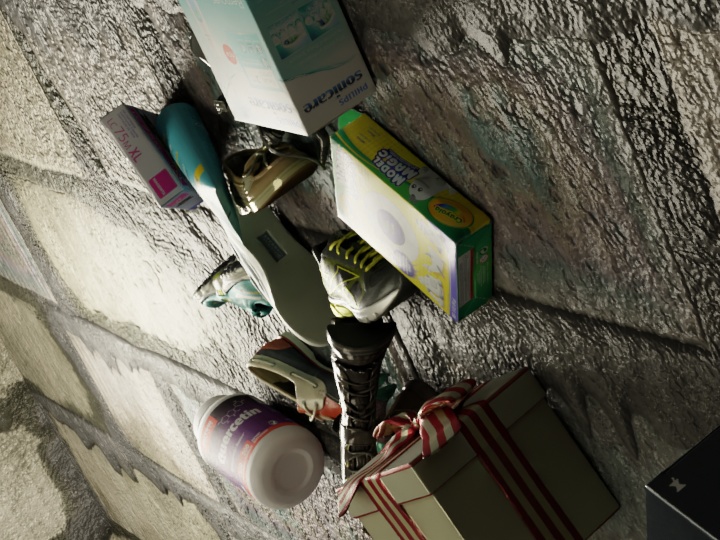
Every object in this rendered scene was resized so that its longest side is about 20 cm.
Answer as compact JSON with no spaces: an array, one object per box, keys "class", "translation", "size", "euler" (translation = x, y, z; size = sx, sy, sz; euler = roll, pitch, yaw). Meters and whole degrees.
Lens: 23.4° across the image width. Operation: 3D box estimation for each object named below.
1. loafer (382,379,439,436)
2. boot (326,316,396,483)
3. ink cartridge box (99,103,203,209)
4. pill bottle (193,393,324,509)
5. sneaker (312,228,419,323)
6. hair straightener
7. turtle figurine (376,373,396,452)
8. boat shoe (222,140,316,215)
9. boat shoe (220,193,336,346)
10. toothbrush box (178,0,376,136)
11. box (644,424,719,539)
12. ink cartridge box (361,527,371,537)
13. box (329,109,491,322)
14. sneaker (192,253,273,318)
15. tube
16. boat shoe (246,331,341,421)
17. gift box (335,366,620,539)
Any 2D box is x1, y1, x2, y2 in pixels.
[{"class":"loafer","translation":[0.097,0.204,1.783],"size":[0.200,0.071,0.073],"euler":[44,159,21]},{"class":"boot","translation":[0.002,0.137,1.735],"size":[0.200,0.069,0.175],"euler":[-100,9,-87]},{"class":"ink cartridge box","translation":[-0.226,-0.127,1.975],"size":[0.119,0.042,0.200],"euler":[55,-176,3]},{"class":"pill bottle","translation":[-0.141,0.231,2.289],"size":[0.200,0.112,0.113],"euler":[24,143,53]},{"class":"sneaker","translation":[0.000,0.000,1.695],"size":[0.085,0.074,0.200],"euler":[59,159,-8]},{"class":"hair straightener","translation":[-0.104,-0.162,1.677],"size":[0.200,0.077,0.041],"euler":[49,156,18]},{"class":"turtle figurine","translation":[0.048,0.216,1.892],"size":[0.150,0.101,0.200],"euler":[3,119,64]},{"class":"boat shoe","translation":[-0.102,-0.100,1.770],"size":[0.063,0.073,0.200],"euler":[57,161,-6]},{"class":"boat shoe","translation":[-0.085,0.001,1.906],"size":[0.201,0.070,0.072],"euler":[54,171,13]},{"class":"toothbrush box","translation":[-0.088,-0.230,1.534],"size":[0.146,0.085,0.200],"euler":[20,141,57]},{"class":"box","translation":[0.294,0.200,1.250],"size":[0.107,0.148,0.200],"euler":[38,153,38]},{"class":"ink cartridge box","translation":[0.101,0.354,1.835],"size":[0.200,0.084,0.175],"euler":[16,-167,-46]},{"class":"box","translation":[0.037,-0.056,1.574],"size":[0.200,0.048,0.118],"euler":[44,156,32]},{"class":"sneaker","translation":[-0.138,0.025,2.040],"size":[0.080,0.078,0.200],"euler":[49,160,-9]},{"class":"tube","translation":[-0.168,-0.109,1.857],"size":[0.078,0.050,0.200],"euler":[58,179,-41]},{"class":"boat shoe","translation":[-0.054,0.144,2.044],"size":[0.200,0.063,0.071],"euler":[37,151,37]},{"class":"gift box","translation":[0.096,0.209,1.613],"size":[0.187,0.200,0.184],"euler":[56,145,-1]}]
